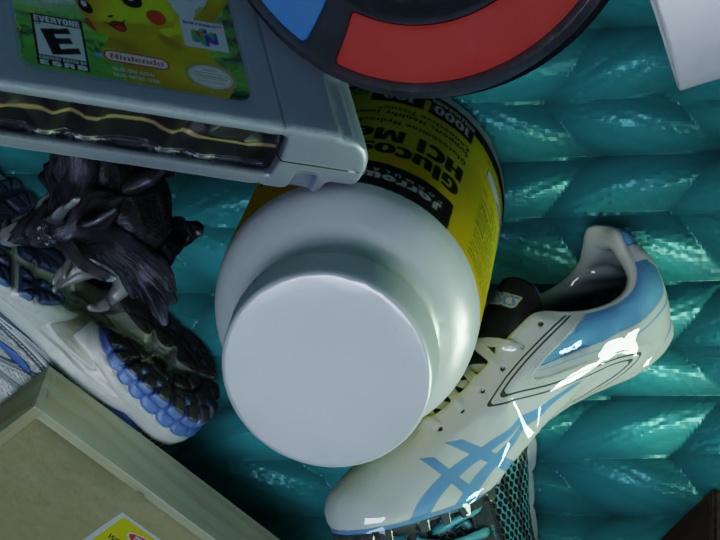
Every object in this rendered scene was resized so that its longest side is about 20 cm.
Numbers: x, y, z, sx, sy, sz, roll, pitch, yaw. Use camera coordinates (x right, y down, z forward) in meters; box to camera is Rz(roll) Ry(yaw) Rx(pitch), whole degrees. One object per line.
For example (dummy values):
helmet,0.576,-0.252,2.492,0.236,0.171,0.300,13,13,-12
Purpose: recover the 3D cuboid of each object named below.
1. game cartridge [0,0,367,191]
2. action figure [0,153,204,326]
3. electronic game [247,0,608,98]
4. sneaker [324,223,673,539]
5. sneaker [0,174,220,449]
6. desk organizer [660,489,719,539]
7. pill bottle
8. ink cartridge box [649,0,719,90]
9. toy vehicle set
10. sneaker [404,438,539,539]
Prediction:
game cartridge,-0.100,-0.099,0.947,0.198,0.134,0.041,7,130,-25
action figure,-0.116,-0.041,1.014,0.101,0.200,0.119,-25,108,20
electronic game,0.022,-0.167,0.912,0.199,0.042,0.202,5,101,29
sneaker,0.056,0.051,1.056,0.200,0.072,0.073,-37,110,-24
sneaker,-0.166,0.027,1.121,0.200,0.077,0.085,43,117,-10
desk organizer,0.130,0.206,1.150,0.072,0.077,0.200,39,113,-9
pill bottle,0.000,0.000,1.014,0.111,0.200,0.113,3,114,7
ink cartridge box,0.210,-0.155,0.946,0.198,0.145,0.085,-14,110,15
toy vehicle set,-0.114,0.140,1.150,0.200,0.027,0.124,39,128,-21
sneaker,0.051,0.122,1.119,0.077,0.091,0.201,-15,110,13
